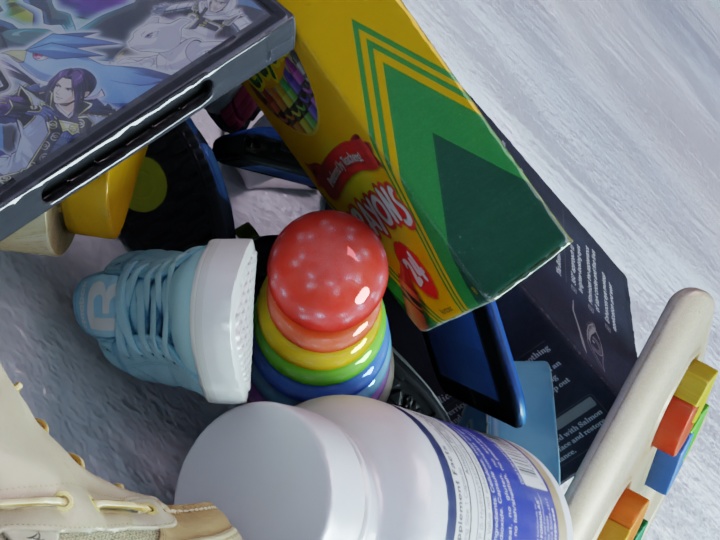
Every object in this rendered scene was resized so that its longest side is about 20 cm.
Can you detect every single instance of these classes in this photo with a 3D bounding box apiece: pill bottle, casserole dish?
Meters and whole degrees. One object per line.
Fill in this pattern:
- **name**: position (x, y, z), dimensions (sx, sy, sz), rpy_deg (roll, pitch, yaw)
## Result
- **pill bottle**: position (0.006, 0.123, 0.975), dimensions (0.200, 0.120, 0.120), rpy_deg (21, 38, -53)
- **casserole dish**: position (0.073, 0.128, 1.149), dimensions (0.039, 0.121, 0.200), rpy_deg (17, 28, -7)

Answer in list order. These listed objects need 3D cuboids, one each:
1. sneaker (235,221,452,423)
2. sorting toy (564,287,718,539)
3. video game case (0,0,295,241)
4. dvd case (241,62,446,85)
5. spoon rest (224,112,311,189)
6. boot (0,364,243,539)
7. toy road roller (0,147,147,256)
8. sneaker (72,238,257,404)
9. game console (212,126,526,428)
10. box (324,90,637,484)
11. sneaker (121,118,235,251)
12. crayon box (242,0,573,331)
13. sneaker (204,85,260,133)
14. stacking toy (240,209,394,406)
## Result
- **sneaker**: position (-0.006, 0.057, 1.128), dimensions (0.200, 0.072, 0.083), rpy_deg (59, 2, -9)
- **sorting toy**: position (0.164, 0.122, 1.187), dimensions (0.036, 0.186, 0.200), rpy_deg (26, -15, 18)
- **video game case**: position (-0.160, -0.112, 0.856), dimensions (0.200, 0.181, 0.026), rpy_deg (41, -28, 25)
- **dvd case**: position (-0.054, -0.132, 1.108), dimensions (0.199, 0.016, 0.149), rpy_deg (26, 25, 0)
- **spoon rest**: position (-0.054, -0.088, 1.298), dimensions (0.099, 0.061, 0.200), rpy_deg (53, 6, -6)
- **boot**: position (-0.136, 0.074, 0.812), dimensions (0.156, 0.073, 0.200), rpy_deg (59, 25, 15)
- **toy road roller**: position (-0.151, -0.073, 0.937), dimensions (0.146, 0.122, 0.201), rpy_deg (90, 10, -53)
- **sneaker**: position (-0.090, 0.024, 0.924), dimensions (0.200, 0.082, 0.074), rpy_deg (134, -43, -80)
- **game console**: position (0.000, 0.000, 1.087), dimensions (0.170, 0.119, 0.200), rpy_deg (14, -1, -10)
- **box**: position (0.077, 0.014, 1.318), dimensions (0.200, 0.117, 0.197), rpy_deg (48, 21, -19)
- **sneaker**: position (-0.118, -0.081, 1.108), dimensions (0.200, 0.066, 0.078), rpy_deg (57, 16, 9)
- **crayon box**: position (0.003, -0.071, 0.922), dimensions (0.200, 0.051, 0.127), rpy_deg (55, -14, 0)
- **sneaker**: position (-0.096, -0.153, 1.211), dimensions (0.075, 0.081, 0.200), rpy_deg (35, 8, -25)
- **stacking toy**: position (-0.019, 0.025, 0.968), dimensions (0.086, 0.085, 0.200), rpy_deg (58, -11, 12)
